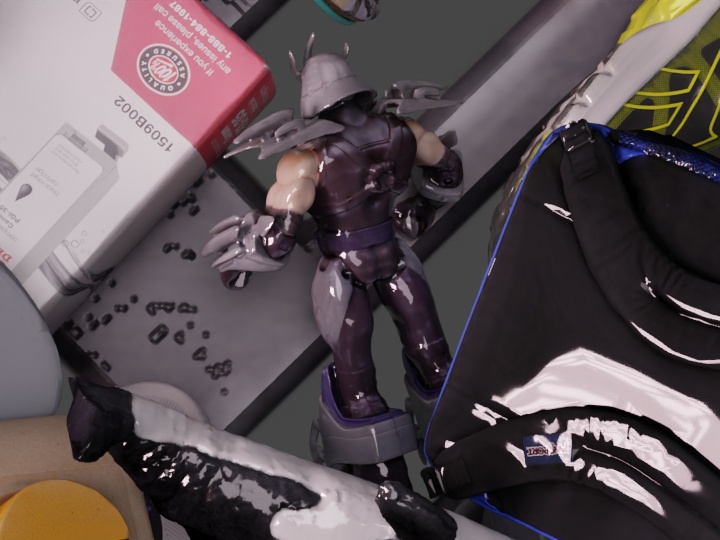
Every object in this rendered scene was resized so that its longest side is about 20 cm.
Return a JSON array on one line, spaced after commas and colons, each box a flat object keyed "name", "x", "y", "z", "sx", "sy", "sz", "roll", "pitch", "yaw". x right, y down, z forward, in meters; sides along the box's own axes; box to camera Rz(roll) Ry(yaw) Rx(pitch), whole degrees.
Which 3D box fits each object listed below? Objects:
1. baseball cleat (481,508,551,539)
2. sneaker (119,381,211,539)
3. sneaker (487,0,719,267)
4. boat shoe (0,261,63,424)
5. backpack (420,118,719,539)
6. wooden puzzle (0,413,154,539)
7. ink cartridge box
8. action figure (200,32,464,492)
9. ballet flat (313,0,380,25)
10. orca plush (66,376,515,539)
[{"name": "baseball cleat", "x": 0.037, "y": 0.185, "z": 0.822, "sx": 0.106, "sy": 0.070, "sz": 0.200, "roll": -1, "pitch": 83, "yaw": 2}, {"name": "sneaker", "x": -0.068, "y": 0.154, "z": 0.817, "sx": 0.073, "sy": 0.112, "sz": 0.200, "roll": -7, "pitch": 66, "yaw": -2}, {"name": "sneaker", "x": 0.134, "y": -0.063, "z": 0.868, "sx": 0.085, "sy": 0.074, "sz": 0.200, "roll": 39, "pitch": 85, "yaw": -1}, {"name": "boat shoe", "x": -0.197, "y": -0.012, "z": 0.769, "sx": 0.071, "sy": 0.091, "sz": 0.200, "roll": -48, "pitch": 117, "yaw": -2}, {"name": "backpack", "x": 0.158, "y": 0.043, "z": 0.769, "sx": 0.200, "sy": 0.168, "sz": 0.163, "roll": 25, "pitch": 105, "yaw": 31}, {"name": "wooden puzzle", "x": -0.139, "y": 0.141, "z": 0.691, "sx": 0.185, "sy": 0.046, "sz": 0.200, "roll": -3, "pitch": 65, "yaw": -33}, {"name": "ink cartridge box", "x": -0.154, "y": -0.053, "z": 0.845, "sx": 0.147, "sy": 0.083, "sz": 0.200, "roll": 42, "pitch": 85, "yaw": -1}, {"name": "action figure", "x": 0.000, "y": 0.000, "z": 0.845, "sx": 0.130, "sy": 0.069, "sz": 0.200, "roll": -17, "pitch": 99, "yaw": -28}, {"name": "ballet flat", "x": -0.039, "y": -0.200, "z": 0.864, "sx": 0.072, "sy": 0.072, "sz": 0.200, "roll": -36, "pitch": 88, "yaw": -5}, {"name": "orca plush", "x": -0.024, "y": 0.106, "z": 0.745, "sx": 0.200, "sy": 0.105, "sz": 0.071, "roll": 28, "pitch": 74, "yaw": -33}]
